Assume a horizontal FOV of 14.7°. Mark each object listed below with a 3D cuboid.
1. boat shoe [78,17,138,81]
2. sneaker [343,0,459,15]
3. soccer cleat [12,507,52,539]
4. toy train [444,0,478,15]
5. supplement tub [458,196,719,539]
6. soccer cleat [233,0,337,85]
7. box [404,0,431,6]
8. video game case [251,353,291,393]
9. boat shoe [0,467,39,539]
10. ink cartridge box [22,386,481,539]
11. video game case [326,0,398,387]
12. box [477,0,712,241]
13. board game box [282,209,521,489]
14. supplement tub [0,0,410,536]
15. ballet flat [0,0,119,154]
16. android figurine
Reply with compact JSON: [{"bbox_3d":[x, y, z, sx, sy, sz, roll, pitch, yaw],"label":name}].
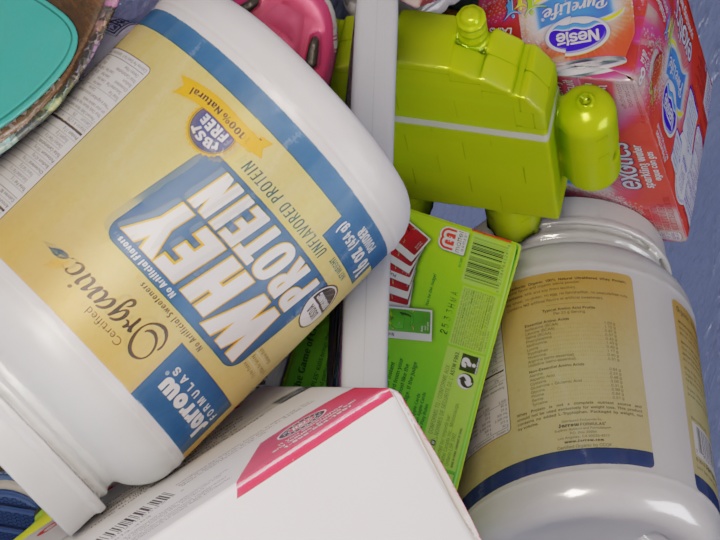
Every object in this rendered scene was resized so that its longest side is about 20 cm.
[{"bbox_3d":[-0.122,-0.012,1.275,0.073,0.065,0.201,-20,133,-61],"label":"boat shoe"},{"bbox_3d":[0.040,-0.214,1.432,0.201,0.074,0.082,-62,146,-21],"label":"sneaker"},{"bbox_3d":[-0.146,0.152,1.279,0.199,0.084,0.065,-26,135,-4],"label":"soccer cleat"},{"bbox_3d":[0.060,-0.101,1.580,0.115,0.085,0.200,-70,160,-7],"label":"toy train"},{"bbox_3d":[0.115,0.076,1.512,0.145,0.143,0.201,85,2,-54],"label":"supplement tub"},{"bbox_3d":[-0.062,-0.057,1.375,0.201,0.070,0.086,-65,170,18],"label":"soccer cleat"},{"bbox_3d":[0.035,-0.237,1.304,0.095,0.099,0.201,-26,139,-57],"label":"box"},{"bbox_3d":[-0.051,0.046,1.424,0.200,0.023,0.183,-174,-79,-87],"label":"video game case"},{"bbox_3d":[-0.149,0.142,1.407,0.201,0.072,0.073,82,25,-54],"label":"boat shoe"},{"bbox_3d":[-0.054,0.119,1.173,0.144,0.085,0.200,-32,-173,-16],"label":"ink cartridge box"},{"bbox_3d":[0.000,0.000,1.321,0.182,0.023,0.202,99,-6,-68],"label":"video game case"},{"bbox_3d":[0.127,-0.103,1.510,0.200,0.095,0.100,59,39,-62],"label":"box"},{"bbox_3d":[0.007,0.068,1.421,0.048,0.101,0.201,115,-8,-66],"label":"board game box"},{"bbox_3d":[-0.092,-0.003,1.168,0.200,0.145,0.145,-45,156,-8],"label":"supplement tub"},{"bbox_3d":[-0.132,-0.110,1.152,0.201,0.069,0.071,-57,178,-16],"label":"ballet flat"},{"bbox_3d":[0.042,-0.078,1.426,0.200,0.181,0.041,72,29,-61],"label":"android figurine"}]
